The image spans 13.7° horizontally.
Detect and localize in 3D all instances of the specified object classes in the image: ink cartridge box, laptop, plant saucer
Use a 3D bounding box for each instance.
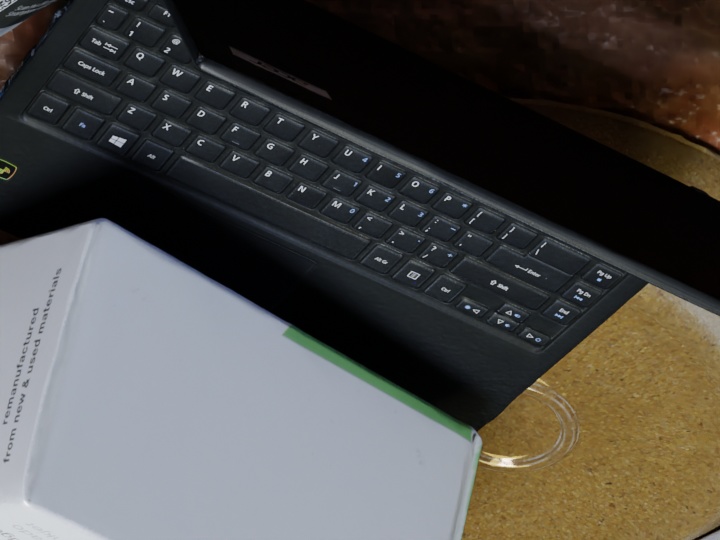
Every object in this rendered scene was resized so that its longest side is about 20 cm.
[{"bbox_3d":[-0.089,0.065,0.848,0.146,0.085,0.199,30,152,-34],"label":"ink cartridge box"},{"bbox_3d":[0.000,0.000,0.738,0.177,0.104,0.200,25,140,-19],"label":"laptop"},{"bbox_3d":[0.045,0.033,0.883,0.199,0.036,0.201,5,137,4],"label":"plant saucer"}]

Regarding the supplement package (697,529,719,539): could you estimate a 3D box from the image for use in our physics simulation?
[{"bbox_3d":[0.172,0.190,0.936,0.200,0.156,0.111,36,132,-29],"label":"supplement package"}]

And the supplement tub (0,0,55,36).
[{"bbox_3d":[-0.057,-0.138,0.652,0.199,0.123,0.122,-28,126,33],"label":"supplement tub"}]
